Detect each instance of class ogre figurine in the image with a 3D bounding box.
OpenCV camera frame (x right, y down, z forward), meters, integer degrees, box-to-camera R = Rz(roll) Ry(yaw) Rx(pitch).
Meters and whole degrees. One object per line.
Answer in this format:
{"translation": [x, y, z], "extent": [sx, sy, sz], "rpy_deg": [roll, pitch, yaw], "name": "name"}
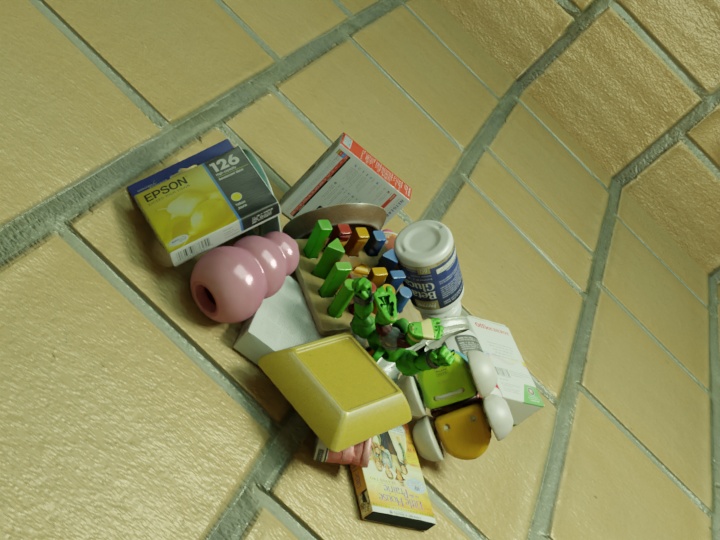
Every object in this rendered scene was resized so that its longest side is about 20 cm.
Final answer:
{"translation": [0.053, 0.104, 1.611], "extent": [0.199, 0.120, 0.098], "rpy_deg": [25, 52, -8], "name": "ogre figurine"}

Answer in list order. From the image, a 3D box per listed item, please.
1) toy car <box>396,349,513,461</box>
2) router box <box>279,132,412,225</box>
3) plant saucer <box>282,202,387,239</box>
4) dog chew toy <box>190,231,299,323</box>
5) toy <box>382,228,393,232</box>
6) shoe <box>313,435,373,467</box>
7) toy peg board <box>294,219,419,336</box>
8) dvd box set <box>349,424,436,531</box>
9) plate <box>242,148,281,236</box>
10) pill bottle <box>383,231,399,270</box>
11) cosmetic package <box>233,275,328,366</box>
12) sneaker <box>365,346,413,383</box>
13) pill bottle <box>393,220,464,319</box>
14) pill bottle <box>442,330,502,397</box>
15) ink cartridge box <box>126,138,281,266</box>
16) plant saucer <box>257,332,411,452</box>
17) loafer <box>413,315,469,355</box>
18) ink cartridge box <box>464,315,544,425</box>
{"translation": [0.165, 0.225, 1.714], "extent": [0.150, 0.174, 0.201], "rpy_deg": [-69, 139, -76], "name": "toy car"}
{"translation": [-0.031, -0.139, 1.903], "extent": [0.179, 0.200, 0.049], "rpy_deg": [38, 31, -16], "name": "router box"}
{"translation": [-0.045, -0.073, 1.822], "extent": [0.200, 0.200, 0.035], "rpy_deg": [8, 64, -47], "name": "plant saucer"}
{"translation": [-0.179, 0.001, 1.587], "extent": [0.200, 0.125, 0.125], "rpy_deg": [-33, 80, -38], "name": "dog chew toy"}
{"translation": [0.055, -0.054, 2.061], "extent": [0.200, 0.047, 0.115], "rpy_deg": [36, 30, -19], "name": "toy"}
{"translation": [-0.019, 0.231, 1.579], "extent": [0.091, 0.072, 0.200], "rpy_deg": [13, 42, -5], "name": "shoe"}
{"translation": [0.000, 0.000, 1.723], "extent": [0.198, 0.098, 0.200], "rpy_deg": [-3, 54, -30], "name": "toy peg board"}
{"translation": [0.042, 0.325, 1.611], "extent": [0.146, 0.029, 0.200], "rpy_deg": [22, 38, -36], "name": "dvd box set"}
{"translation": [-0.190, -0.113, 1.710], "extent": [0.025, 0.200, 0.201], "rpy_deg": [-18, 64, -23], "name": "plate"}
{"translation": [0.035, 0.014, 1.890], "extent": [0.112, 0.112, 0.200], "rpy_deg": [41, 30, -9], "name": "pill bottle"}
{"translation": [-0.120, 0.102, 1.651], "extent": [0.151, 0.052, 0.200], "rpy_deg": [37, 31, -12], "name": "cosmetic package"}
{"translation": [0.042, 0.178, 1.723], "extent": [0.200, 0.076, 0.092], "rpy_deg": [-36, 100, -34], "name": "sneaker"}
{"translation": [0.135, 0.012, 1.836], "extent": [0.111, 0.111, 0.200], "rpy_deg": [-98, 172, -45], "name": "pill bottle"}
{"translation": [0.188, 0.183, 1.883], "extent": [0.110, 0.111, 0.200], "rpy_deg": [16, 42, -41], "name": "pill bottle"}
{"translation": [-0.262, -0.126, 1.602], "extent": [0.197, 0.047, 0.200], "rpy_deg": [-28, 60, -14], "name": "ink cartridge box"}
{"translation": [-0.030, 0.174, 1.536], "extent": [0.200, 0.049, 0.200], "rpy_deg": [-13, 51, -49], "name": "plant saucer"}
{"translation": [0.116, 0.138, 1.819], "extent": [0.199, 0.070, 0.070], "rpy_deg": [-19, 73, -13], "name": "loafer"}
{"translation": [0.268, 0.203, 1.984], "extent": [0.145, 0.087, 0.201], "rpy_deg": [17, 43, -42], "name": "ink cartridge box"}
